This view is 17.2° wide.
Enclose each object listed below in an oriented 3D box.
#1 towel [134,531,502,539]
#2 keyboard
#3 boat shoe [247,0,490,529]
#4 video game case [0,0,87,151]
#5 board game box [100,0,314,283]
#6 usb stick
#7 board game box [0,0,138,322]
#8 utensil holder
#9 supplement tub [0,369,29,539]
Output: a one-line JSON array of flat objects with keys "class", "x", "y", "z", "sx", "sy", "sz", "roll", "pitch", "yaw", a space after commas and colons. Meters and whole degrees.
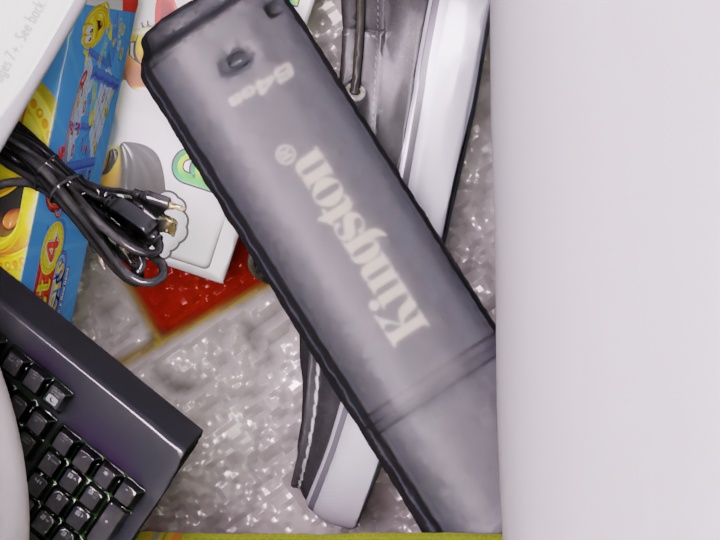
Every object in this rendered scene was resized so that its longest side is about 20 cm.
[{"class": "towel", "x": -0.043, "y": 0.108, "z": 0.724, "sx": 0.199, "sy": 0.086, "sz": 0.018, "roll": -2, "pitch": 129, "yaw": 19}, {"class": "keyboard", "x": -0.132, "y": 0.000, "z": 0.718, "sx": 0.200, "sy": 0.021, "sz": 0.127, "roll": 37, "pitch": 100, "yaw": 8}, {"class": "boat shoe", "x": -0.004, "y": -0.017, "z": 0.800, "sx": 0.066, "sy": 0.070, "sz": 0.201, "roll": 13, "pitch": 97, "yaw": 4}, {"class": "video game case", "x": -0.171, "y": -0.094, "z": 0.663, "sx": 0.181, "sy": 0.024, "sz": 0.201, "roll": 29, "pitch": 103, "yaw": -14}, {"class": "board game box", "x": -0.075, "y": -0.110, "z": 0.798, "sx": 0.126, "sy": 0.035, "sz": 0.201, "roll": 17, "pitch": 97, "yaw": -4}, {"class": "usb stick", "x": 0.000, "y": 0.000, "z": 0.754, "sx": 0.055, "sy": 0.033, "sz": 0.201, "roll": -32, "pitch": 88, "yaw": 2}, {"class": "board game box", "x": -0.185, "y": -0.035, "z": 0.767, "sx": 0.199, "sy": 0.056, "sz": 0.197, "roll": 14, "pitch": 96, "yaw": 12}, {"class": "utensil holder", "x": 0.118, "y": -0.002, "z": 0.666, "sx": 0.169, "sy": 0.170, "sz": 0.201, "roll": 0, "pitch": 81, "yaw": -2}, {"class": "supplement tub", "x": -0.202, "y": 0.064, "z": 0.639, "sx": 0.199, "sy": 0.132, "sz": 0.133, "roll": -20, "pitch": 98, "yaw": 11}]
